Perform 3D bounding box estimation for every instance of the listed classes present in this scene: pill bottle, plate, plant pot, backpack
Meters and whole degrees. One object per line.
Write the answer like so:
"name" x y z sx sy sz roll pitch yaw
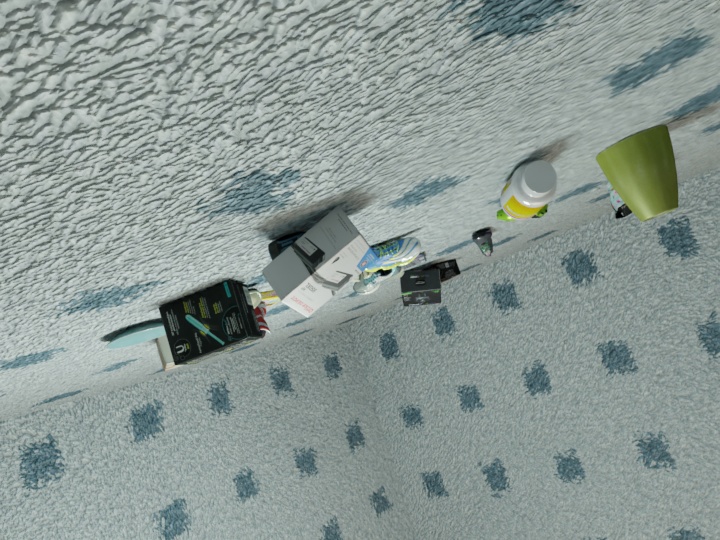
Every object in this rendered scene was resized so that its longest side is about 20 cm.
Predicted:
"pill bottle" 0.393 -0.189 1.398 0.102 0.106 0.200 -19 172 0
"plate" -0.607 0.174 1.663 0.196 0.026 0.200 -19 171 -3
"plant pot" 0.737 -0.238 1.556 0.184 0.204 0.187 -19 172 -3
"backpack" 0.923 -0.268 2.069 0.166 0.128 0.199 -36 165 23

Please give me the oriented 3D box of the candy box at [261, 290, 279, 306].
"candy box" -0.313 0.093 1.829 0.101 0.027 0.198 -30 168 33

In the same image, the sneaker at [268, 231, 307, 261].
"sneaker" -0.109 -0.041 1.280 0.081 0.075 0.199 -25 171 25

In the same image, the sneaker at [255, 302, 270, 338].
"sneaker" -0.301 0.152 1.754 0.070 0.114 0.200 -23 169 -1

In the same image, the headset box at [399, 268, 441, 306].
"headset box" 0.258 0.073 2.563 0.170 0.095 0.201 -5 159 5

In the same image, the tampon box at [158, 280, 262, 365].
"tampon box" -0.371 0.132 1.503 0.196 0.153 0.126 -20 171 5

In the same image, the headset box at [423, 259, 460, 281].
"headset box" 0.334 0.026 2.742 0.147 0.076 0.199 -12 168 -41

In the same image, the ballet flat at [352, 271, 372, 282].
"ballet flat" 0.000 0.000 1.833 0.198 0.065 0.067 -12 169 -44

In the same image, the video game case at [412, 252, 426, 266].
"video game case" 0.150 -0.016 2.245 0.196 0.019 0.143 -20 171 7

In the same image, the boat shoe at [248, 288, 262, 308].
"boat shoe" -0.363 0.097 1.627 0.198 0.061 0.073 -27 129 -10

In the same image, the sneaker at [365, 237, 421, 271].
"sneaker" 0.073 -0.041 1.705 0.197 0.077 0.104 -23 170 29

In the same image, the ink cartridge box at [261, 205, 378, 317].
"ink cartridge box" -0.077 -0.012 1.200 0.199 0.085 0.145 -39 156 3

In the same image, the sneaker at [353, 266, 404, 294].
"sneaker" 0.052 0.014 2.083 0.198 0.079 0.086 -30 157 15

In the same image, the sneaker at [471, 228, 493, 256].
"sneaker" 0.460 -0.098 2.201 0.073 0.089 0.199 -22 172 18

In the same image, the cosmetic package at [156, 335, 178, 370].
"cosmetic package" -0.595 0.250 1.914 0.086 0.105 0.200 -17 170 -24

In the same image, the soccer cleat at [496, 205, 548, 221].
"soccer cleat" 0.497 -0.188 1.839 0.197 0.069 0.080 -12 -173 -37
